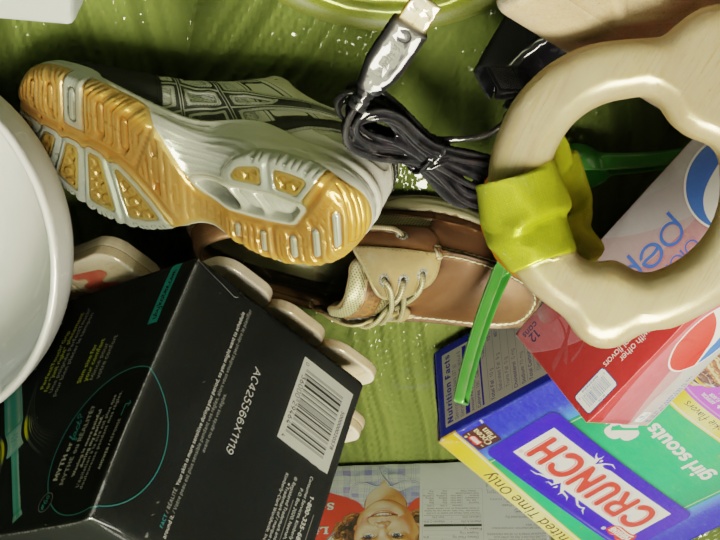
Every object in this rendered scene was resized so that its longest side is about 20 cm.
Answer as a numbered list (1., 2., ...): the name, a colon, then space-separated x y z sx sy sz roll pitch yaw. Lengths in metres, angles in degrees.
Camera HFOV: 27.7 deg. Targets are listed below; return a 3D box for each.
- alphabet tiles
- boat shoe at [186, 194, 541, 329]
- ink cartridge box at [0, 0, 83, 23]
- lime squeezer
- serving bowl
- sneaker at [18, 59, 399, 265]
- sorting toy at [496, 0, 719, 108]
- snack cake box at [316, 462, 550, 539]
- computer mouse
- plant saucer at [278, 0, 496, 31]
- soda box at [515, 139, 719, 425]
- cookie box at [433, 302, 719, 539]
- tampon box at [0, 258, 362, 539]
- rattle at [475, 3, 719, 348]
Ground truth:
1. alphabet tiles: -0.094 0.050 0.826 0.196 0.015 0.200 -17 134 44
2. boat shoe: 0.000 0.000 0.785 0.200 0.074 0.076 14 130 -9
3. ink cartridge box: -0.186 -0.211 0.607 0.146 0.083 0.200 4 130 -1
4. lime squeezer: 0.105 -0.020 0.762 0.200 0.038 0.071 -43 82 8
5. serving bowl: -0.232 -0.021 0.758 0.200 0.066 0.200 5 107 17
6. sneaker: -0.075 -0.064 0.738 0.200 0.088 0.076 21 131 16
7. sorting toy: 0.179 -0.150 0.631 0.200 0.037 0.185 -39 144 27
8. snack cake box: 0.020 0.184 0.917 0.200 0.115 0.067 -2 131 5
9. computer mouse: 0.074 -0.118 0.672 0.140 0.046 0.200 17 128 -44
10. plant saucer: 0.013 -0.187 0.653 0.200 0.031 0.200 1 130 1
11. soda box: 0.171 -0.014 0.700 0.070 0.063 0.200 10 127 -52
12. cookie box: 0.171 0.075 0.841 0.200 0.075 0.171 -32 124 27
13. tampon box: -0.127 0.104 0.768 0.200 0.150 0.126 -16 135 43
14. rattle: 0.149 -0.060 0.658 0.200 0.130 0.143 -46 163 4
